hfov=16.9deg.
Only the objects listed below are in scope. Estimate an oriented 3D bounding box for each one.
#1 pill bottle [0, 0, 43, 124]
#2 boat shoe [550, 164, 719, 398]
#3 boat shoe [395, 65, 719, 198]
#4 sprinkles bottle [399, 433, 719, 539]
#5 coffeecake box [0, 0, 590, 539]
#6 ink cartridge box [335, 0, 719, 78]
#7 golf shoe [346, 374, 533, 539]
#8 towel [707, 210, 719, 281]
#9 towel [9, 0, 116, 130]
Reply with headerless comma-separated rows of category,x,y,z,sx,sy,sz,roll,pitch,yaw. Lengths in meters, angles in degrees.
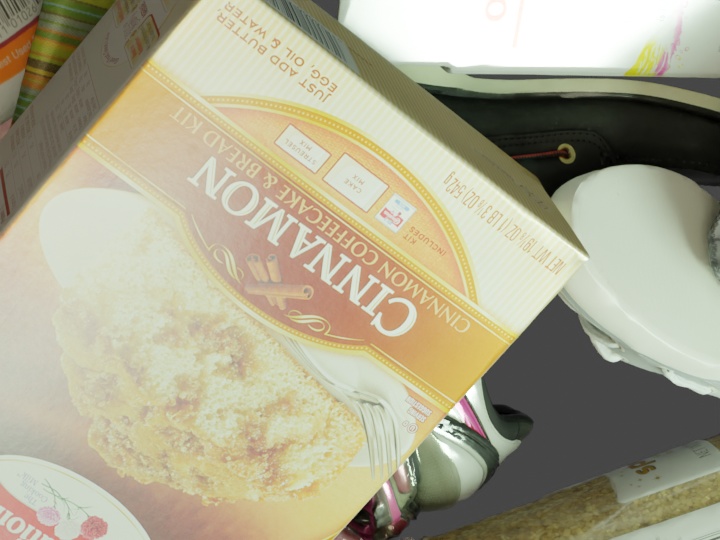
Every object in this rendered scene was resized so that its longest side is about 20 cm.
pill bottle,-0.182,-0.142,0.831,0.110,0.110,0.200,-23,111,9
boat shoe,0.118,0.012,0.883,0.069,0.200,0.072,-20,70,37
boat shoe,0.051,-0.041,0.870,0.201,0.074,0.063,2,82,-27
sprinkles bottle,0.097,0.111,0.931,0.200,0.068,0.068,-18,113,-11
coffeecake box,-0.054,0.014,0.776,0.154,0.073,0.200,36,103,-23
ink cartridge box,0.079,-0.130,0.831,0.200,0.067,0.117,-1,114,-21
golf shoe,0.000,0.000,0.924,0.092,0.073,0.200,-28,111,-20
towel,0.238,-0.029,0.848,0.166,0.086,0.200,39,87,-31
towel,-0.098,0.000,0.842,0.086,0.018,0.200,14,95,-36
